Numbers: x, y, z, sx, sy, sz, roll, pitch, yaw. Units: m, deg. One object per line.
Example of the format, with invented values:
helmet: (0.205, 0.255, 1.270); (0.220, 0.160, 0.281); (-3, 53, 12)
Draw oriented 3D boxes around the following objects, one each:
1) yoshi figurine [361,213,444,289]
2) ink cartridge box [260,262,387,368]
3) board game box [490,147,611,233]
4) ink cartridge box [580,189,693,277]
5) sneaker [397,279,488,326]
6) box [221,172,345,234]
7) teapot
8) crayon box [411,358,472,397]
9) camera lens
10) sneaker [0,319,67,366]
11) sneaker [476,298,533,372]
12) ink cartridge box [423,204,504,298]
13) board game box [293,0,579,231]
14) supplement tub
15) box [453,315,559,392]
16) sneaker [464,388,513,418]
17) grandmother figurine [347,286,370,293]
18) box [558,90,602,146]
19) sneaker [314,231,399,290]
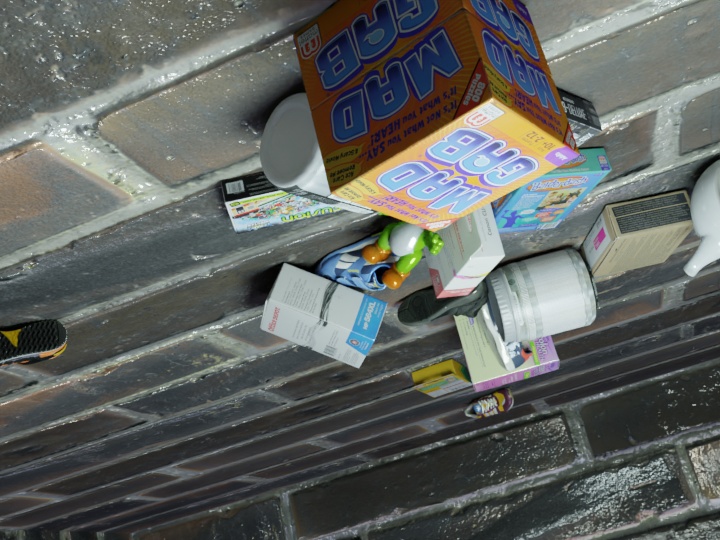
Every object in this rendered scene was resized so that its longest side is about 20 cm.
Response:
yoshi figurine: (0.084, -0.065, 1.370); (0.112, 0.112, 0.200); (26, 121, -27)
ink cartridge box: (-0.069, 0.082, 1.553); (0.199, 0.085, 0.146); (22, 153, -2)
board game box: (0.297, -0.128, 1.435); (0.151, 0.045, 0.200); (-6, 157, -19)
ink cartridge box: (0.535, -0.068, 1.689); (0.163, 0.076, 0.200); (-10, 159, -5)
sneaker: (0.179, 0.074, 1.810); (0.198, 0.077, 0.114); (-27, 146, 17)
box: (-0.092, -0.109, 1.253); (0.198, 0.035, 0.110); (-13, 159, -4)
teapot: (0.667, -0.102, 1.547); (0.198, 0.199, 0.146); (-2, 158, -11)
crayon box: (0.225, 0.300, 2.430); (0.125, 0.052, 0.200); (-21, 158, 16)
camera lens: (0.368, 0.052, 1.761); (0.198, 0.161, 0.160); (-15, 159, 1)
sneaker: (-0.607, 0.140, 1.495); (0.198, 0.070, 0.090); (-7, 154, -22)
sneaker: (0.309, 0.115, 1.881); (0.084, 0.201, 0.075); (-27, -167, -6)
ink cartridge box: (0.177, -0.047, 1.460); (0.067, 0.117, 0.200); (-5, 157, -19)
board game box: (0.081, -0.190, 0.939); (0.199, 0.201, 0.199); (-28, 155, 31)
supplement tub: (-0.019, -0.141, 1.103); (0.122, 0.123, 0.199); (-30, 154, 35)
box: (0.329, 0.158, 1.978); (0.198, 0.177, 0.097); (-17, 159, 7)
sneaker: (0.427, 0.449, 2.890); (0.089, 0.075, 0.200); (-7, 157, -31)
grandmother figurine: (-0.043, 0.048, 1.638); (0.121, 0.061, 0.199); (10, 150, -45)
box: (0.219, -0.183, 1.245); (0.157, 0.050, 0.200); (6, 151, -42)
sneaker: (0.000, 0.000, 1.515); (0.199, 0.083, 0.074); (-25, 157, 33)
